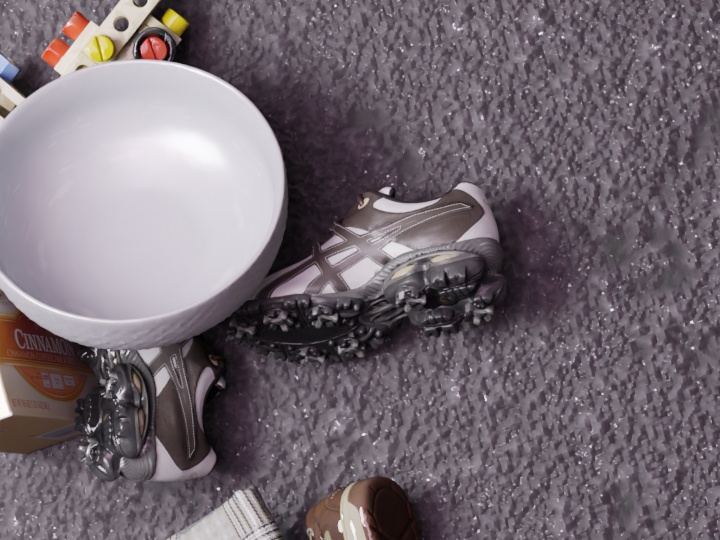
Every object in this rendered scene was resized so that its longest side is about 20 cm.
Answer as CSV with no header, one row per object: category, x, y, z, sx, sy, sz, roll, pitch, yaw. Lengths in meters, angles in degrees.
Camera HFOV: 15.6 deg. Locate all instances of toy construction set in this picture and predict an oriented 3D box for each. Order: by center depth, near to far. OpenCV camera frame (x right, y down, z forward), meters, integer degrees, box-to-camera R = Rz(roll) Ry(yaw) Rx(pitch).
toy construction set,-0.193,-0.160,1.758,0.131,0.092,0.200,38,106,-7

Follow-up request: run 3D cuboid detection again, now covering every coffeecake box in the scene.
coffeecake box,-0.249,0.013,1.727,0.073,0.153,0.201,-19,79,16

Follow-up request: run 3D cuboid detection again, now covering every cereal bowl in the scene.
cereal bowl,-0.143,-0.032,1.675,0.199,0.083,0.201,-2,60,3

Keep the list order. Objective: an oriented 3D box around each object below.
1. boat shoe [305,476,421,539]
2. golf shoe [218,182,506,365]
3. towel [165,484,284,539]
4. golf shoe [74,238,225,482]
boat shoe,0.012,0.236,1.669,0.075,0.075,0.203,-20,76,35
golf shoe,0.000,0.000,1.691,0.199,0.078,0.095,-11,57,20
towel,-0.098,0.263,1.685,0.200,0.034,0.193,-36,74,32
golf shoe,-0.137,0.052,1.736,0.078,0.094,0.201,-39,45,48
